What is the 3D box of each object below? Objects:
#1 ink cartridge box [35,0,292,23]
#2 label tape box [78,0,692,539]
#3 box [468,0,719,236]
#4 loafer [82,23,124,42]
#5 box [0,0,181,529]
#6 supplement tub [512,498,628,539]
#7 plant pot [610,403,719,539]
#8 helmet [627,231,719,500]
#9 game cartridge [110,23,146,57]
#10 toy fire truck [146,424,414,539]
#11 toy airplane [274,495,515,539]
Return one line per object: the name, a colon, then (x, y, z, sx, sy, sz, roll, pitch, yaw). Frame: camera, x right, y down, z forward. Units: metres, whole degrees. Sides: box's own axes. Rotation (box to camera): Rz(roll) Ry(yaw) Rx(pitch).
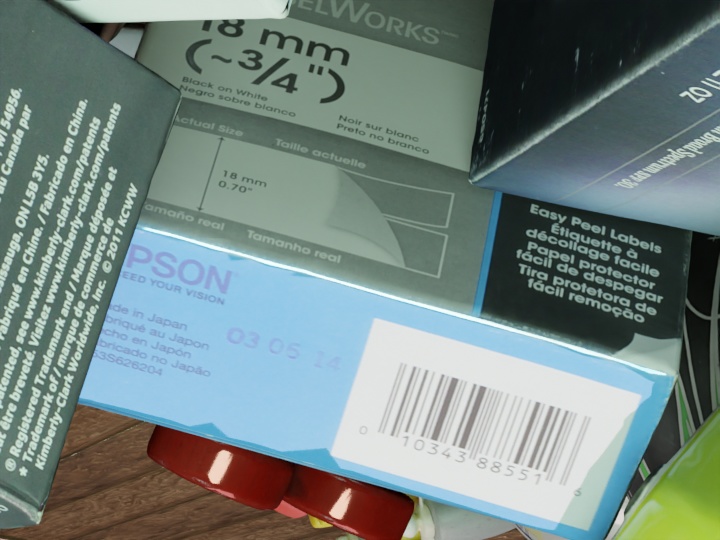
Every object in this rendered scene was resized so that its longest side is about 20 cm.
ink cartridge box: (-0.116, -0.121, 0.626, 0.200, 0.084, 0.145, 2, 153, 34)
label tape box: (0.011, -0.034, 0.765, 0.144, 0.200, 0.063, 16, 129, -2)
box: (0.150, -0.070, 0.639, 0.198, 0.124, 0.200, 11, 169, -12)
loafer: (-0.068, -0.104, 0.783, 0.072, 0.063, 0.200, 10, 168, -4)
box: (-0.157, -0.031, 0.617, 0.200, 0.106, 0.122, 33, 153, -33)
supplement tub: (0.109, 0.038, 1.118, 0.145, 0.145, 0.200, 8, 168, 7)
plant pot: (0.142, 0.117, 0.742, 0.181, 0.199, 0.200, 37, 131, 10)
helmet: (0.166, 0.029, 0.915, 0.199, 0.191, 0.200, 10, 168, 2)
game cartridge: (-0.059, -0.017, 1.018, 0.199, 0.134, 0.041, 6, -169, 14)
toy fire truck: (-0.053, 0.040, 1.384, 0.200, 0.112, 0.168, 22, -179, -45)
toy airplane: (0.045, 0.121, 1.569, 0.199, 0.142, 0.200, 1, 165, 32)
